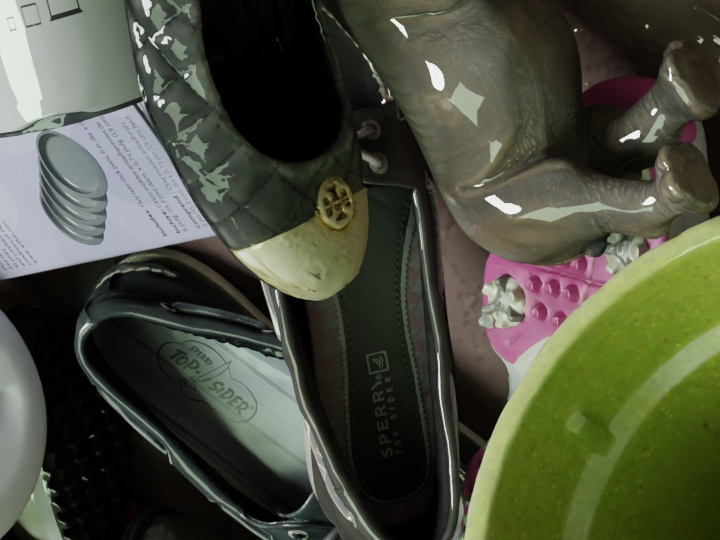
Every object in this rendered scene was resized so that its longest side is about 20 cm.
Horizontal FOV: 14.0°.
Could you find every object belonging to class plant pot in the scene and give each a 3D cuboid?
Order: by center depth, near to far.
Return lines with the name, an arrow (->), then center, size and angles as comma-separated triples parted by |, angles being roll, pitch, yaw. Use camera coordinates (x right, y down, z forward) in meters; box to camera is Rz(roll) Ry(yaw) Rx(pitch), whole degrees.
plant pot -> 0.159, 0.106, 0.874 | 0.199, 0.201, 0.184 | -1, 157, 31

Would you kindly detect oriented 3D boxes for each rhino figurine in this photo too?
rhino figurine -> 0.025, -0.089, 0.857 | 0.087, 0.060, 0.201 | -32, 91, 40

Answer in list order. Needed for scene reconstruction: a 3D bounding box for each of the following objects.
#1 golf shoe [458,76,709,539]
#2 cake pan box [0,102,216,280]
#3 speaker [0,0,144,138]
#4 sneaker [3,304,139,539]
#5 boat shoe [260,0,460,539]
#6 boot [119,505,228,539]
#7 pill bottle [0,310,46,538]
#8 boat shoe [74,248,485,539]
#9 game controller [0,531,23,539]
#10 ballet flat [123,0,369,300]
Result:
golf shoe -> 0.087, 0.028, 0.946 | 0.075, 0.091, 0.201 | 34, 125, 41
cake pan box -> -0.148, -0.085, 0.979 | 0.184, 0.052, 0.200 | -14, 122, 41
speaker -> -0.108, -0.145, 0.839 | 0.081, 0.081, 0.201 | -4, 109, 33
sneaker -> -0.132, 0.096, 1.132 | 0.093, 0.071, 0.200 | 3, 134, 21
boat shoe -> 0.000, 0.000, 0.933 | 0.057, 0.067, 0.201 | -137, 33, -68
boot -> 0.025, 0.130, 1.089 | 0.200, 0.069, 0.174 | 43, 131, -14
pill bottle -> -0.205, 0.067, 1.064 | 0.109, 0.109, 0.200 | 47, 147, -17
boat shoe -> -0.017, 0.064, 1.014 | 0.199, 0.066, 0.075 | 41, 105, 6
game controller -> -0.090, 0.163, 1.103 | 0.199, 0.042, 0.105 | 30, 131, 8
ballet flat -> -0.032, -0.084, 0.824 | 0.057, 0.066, 0.201 | -2, 112, 35
